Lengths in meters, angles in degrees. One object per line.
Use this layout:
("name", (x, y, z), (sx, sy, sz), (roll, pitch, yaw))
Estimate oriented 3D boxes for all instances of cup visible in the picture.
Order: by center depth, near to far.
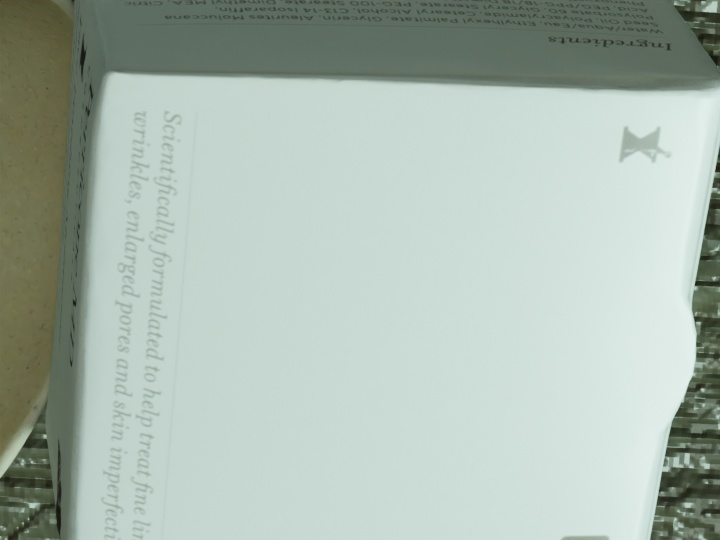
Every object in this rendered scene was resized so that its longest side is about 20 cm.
("cup", (-0.194, -0.019, 0.970), (0.143, 0.200, 0.201), (18, 104, 20))

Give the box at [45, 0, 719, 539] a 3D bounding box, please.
("box", (0.000, 0.000, 0.955), (0.199, 0.131, 0.199), (1, 116, -11))
